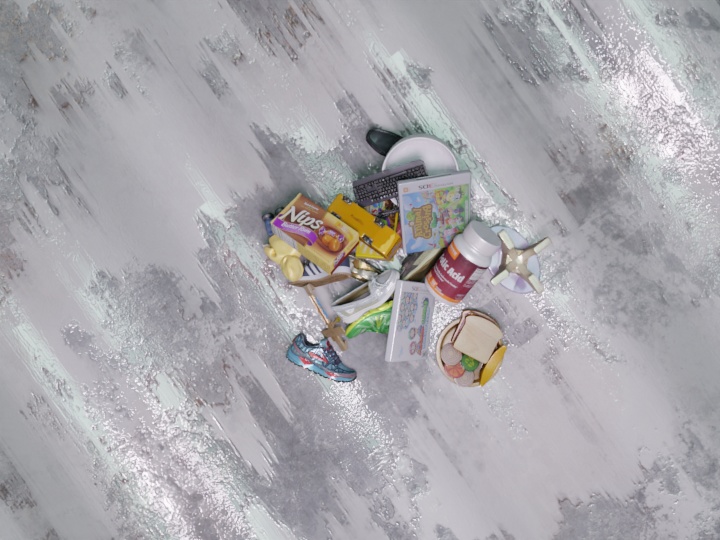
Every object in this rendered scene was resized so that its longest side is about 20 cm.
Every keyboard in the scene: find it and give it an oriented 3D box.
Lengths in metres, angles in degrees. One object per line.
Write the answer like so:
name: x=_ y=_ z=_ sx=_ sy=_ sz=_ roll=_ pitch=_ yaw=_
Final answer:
keyboard: x=0.084 y=-0.193 z=1.440 sx=0.197 sy=0.021 sz=0.128 roll=-15 pitch=119 yaw=21

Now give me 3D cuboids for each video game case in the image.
video game case: x=0.133 y=0.130 z=1.472 sx=0.023 sy=0.181 sz=0.204 roll=10 pitch=91 yaw=36
video game case: x=0.187 y=-0.143 z=1.434 sx=0.178 sy=0.022 sz=0.203 roll=-9 pitch=125 yaw=-2

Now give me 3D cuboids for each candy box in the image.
candy box: x=-0.113 y=-0.093 z=1.428 sx=0.199 sy=0.057 sz=0.117 roll=36 pitch=68 yaw=18
candy box: x=0.049 y=-0.128 z=1.507 sx=0.100 sy=0.026 sz=0.204 roll=4 pitch=77 yaw=13

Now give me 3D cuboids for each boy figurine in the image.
boy figurine: x=-0.190 y=-0.066 z=1.486 sx=0.123 sy=0.065 sz=0.203 roll=-24 pitch=68 yaw=0

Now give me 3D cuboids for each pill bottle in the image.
pill bottle: x=0.259 y=-0.018 z=1.447 sx=0.113 sy=0.114 sz=0.201 roll=34 pitch=120 yaw=1

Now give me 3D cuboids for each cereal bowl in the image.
cereal bowl: x=0.152 y=-0.253 z=1.448 sx=0.196 sy=0.084 sz=0.203 roll=5 pitch=123 yaw=7

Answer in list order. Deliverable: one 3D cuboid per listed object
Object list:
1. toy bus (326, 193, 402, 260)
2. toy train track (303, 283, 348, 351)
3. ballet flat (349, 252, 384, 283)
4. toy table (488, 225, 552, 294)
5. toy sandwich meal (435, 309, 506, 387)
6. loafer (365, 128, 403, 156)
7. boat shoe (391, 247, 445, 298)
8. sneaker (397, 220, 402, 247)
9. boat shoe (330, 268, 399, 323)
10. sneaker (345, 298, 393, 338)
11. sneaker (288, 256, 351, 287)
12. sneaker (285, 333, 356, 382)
toy bus: x=0.009 y=-0.112 z=1.456 sx=0.199 sy=0.078 sz=0.066 roll=36 pitch=87 yaw=18
toy train track: x=-0.084 y=0.119 z=1.508 sx=0.032 sy=0.114 sz=0.202 roll=-36 pitch=99 yaw=-33
ballet flat: x=0.000 y=0.000 z=1.513 sx=0.197 sy=0.075 sz=0.069 roll=25 pitch=93 yaw=1
toy table: x=0.400 y=-0.026 z=1.486 sx=0.200 sy=0.117 sz=0.184 roll=43 pitch=92 yaw=-1
toy sandwich meal: x=0.296 y=0.212 z=1.513 sx=0.201 sy=0.070 sz=0.210 roll=0 pitch=91 yaw=1
loafer: x=0.107 y=-0.321 z=1.508 sx=0.198 sy=0.070 sz=0.069 roll=26 pitch=88 yaw=1
boat shoe: x=0.139 y=-0.008 z=1.508 sx=0.201 sy=0.072 sz=0.066 roll=-43 pitch=61 yaw=-14
sneaker: x=0.161 y=-0.127 z=1.503 sx=0.198 sy=0.087 sz=0.075 roll=-29 pitch=90 yaw=2
boat shoe: x=0.014 y=0.059 z=1.458 sx=0.201 sy=0.075 sz=0.065 roll=-35 pitch=120 yaw=24
sneaker: x=0.050 y=0.137 z=1.515 sx=0.197 sy=0.074 sz=0.085 roll=-25 pitch=86 yaw=1
sneaker: x=-0.107 y=-0.021 z=1.501 sx=0.197 sy=0.070 sz=0.111 roll=-12 pitch=72 yaw=34
sneaker: x=-0.095 y=0.230 z=1.518 sx=0.197 sy=0.079 sz=0.097 roll=22 pitch=89 yaw=0
